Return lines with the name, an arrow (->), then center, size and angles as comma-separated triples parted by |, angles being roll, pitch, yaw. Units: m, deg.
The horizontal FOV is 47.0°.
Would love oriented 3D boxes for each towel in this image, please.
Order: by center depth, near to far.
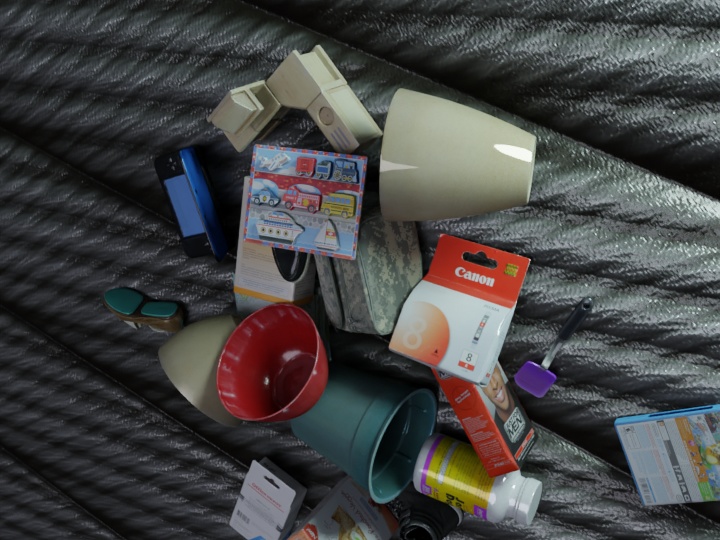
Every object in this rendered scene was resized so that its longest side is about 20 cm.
towel -> -0.144, 0.090, 1.509 | 0.197, 0.048, 0.174 | 10, 114, 29

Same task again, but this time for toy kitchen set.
toy kitchen set -> -0.116, -0.210, 1.296 | 0.199, 0.163, 0.181 | -38, 88, 37

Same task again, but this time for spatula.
spatula -> 0.298, 0.116, 1.260 | 0.056, 0.021, 0.202 | 28, 120, 4

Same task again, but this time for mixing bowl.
mixing bowl -> -0.126, 0.167, 1.362 | 0.198, 0.203, 0.108 | -2, 152, 32

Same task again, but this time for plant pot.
plant pot -> 0.143, -0.150, 1.167 | 0.197, 0.188, 0.190 | 9, 115, 13
plant pot -> -0.002, 0.259, 1.413 | 0.194, 0.199, 0.203 | 20, 119, 32
plant pot -> -0.240, 0.156, 1.476 | 0.200, 0.200, 0.135 | 45, 96, 8

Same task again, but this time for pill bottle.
pill bottle -> 0.194, 0.349, 1.370 | 0.198, 0.104, 0.106 | 16, 117, 26

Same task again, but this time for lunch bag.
lunch bag -> 0.000, 0.000, 1.335 | 0.166, 0.138, 0.203 | 5, 112, 49

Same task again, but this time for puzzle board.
puzzle board -> -0.087, -0.105, 1.251 | 0.197, 0.017, 0.153 | 10, 94, 25

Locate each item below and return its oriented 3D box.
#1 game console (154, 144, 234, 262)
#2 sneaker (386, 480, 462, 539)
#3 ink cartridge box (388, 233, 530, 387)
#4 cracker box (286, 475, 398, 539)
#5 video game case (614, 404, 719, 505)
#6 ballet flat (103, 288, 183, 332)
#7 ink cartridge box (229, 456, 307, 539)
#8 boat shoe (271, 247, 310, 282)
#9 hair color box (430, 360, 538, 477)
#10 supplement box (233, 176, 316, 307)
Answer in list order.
game console -> -0.312, -0.112, 1.486 | 0.169, 0.118, 0.203 | -10, 104, 34
sneaker -> 0.075, 0.424, 1.479 | 0.198, 0.099, 0.072 | 21, 121, 25
ink cartridge box -> 0.148, 0.053, 1.244 | 0.160, 0.050, 0.203 | 18, 88, 31
cracker box -> -0.027, 0.473, 1.499 | 0.134, 0.200, 0.058 | 51, 126, 2
video game case -> 0.488, 0.270, 1.210 | 0.198, 0.018, 0.145 | -16, 100, 36
ballet flat -> -0.439, 0.090, 1.691 | 0.197, 0.068, 0.073 | 9, 133, 24
ink cartridge box -> -0.182, 0.464, 1.674 | 0.115, 0.068, 0.202 | 32, 123, 16
boat shoe -> -0.124, -0.080, 1.313 | 0.073, 0.066, 0.203 | 5, 97, 29
hair color box -> 0.198, 0.210, 1.313 | 0.061, 0.101, 0.202 | -27, 95, 35
supplement box -> -0.138, -0.052, 1.404 | 0.124, 0.073, 0.203 | 13, 102, 27
